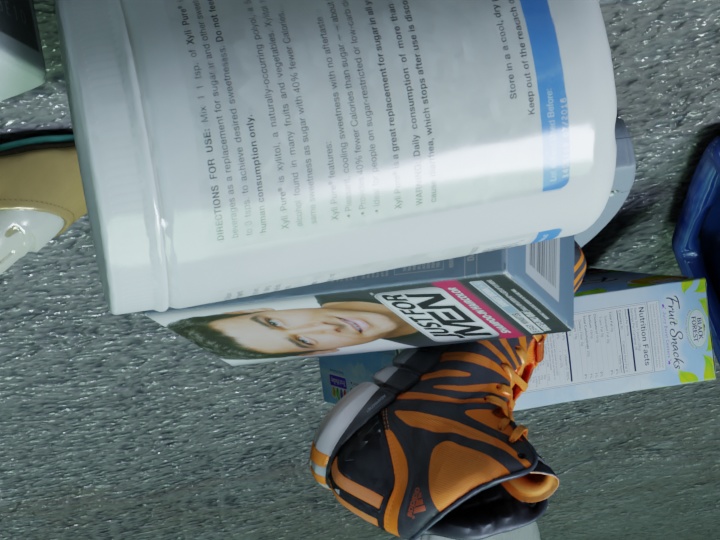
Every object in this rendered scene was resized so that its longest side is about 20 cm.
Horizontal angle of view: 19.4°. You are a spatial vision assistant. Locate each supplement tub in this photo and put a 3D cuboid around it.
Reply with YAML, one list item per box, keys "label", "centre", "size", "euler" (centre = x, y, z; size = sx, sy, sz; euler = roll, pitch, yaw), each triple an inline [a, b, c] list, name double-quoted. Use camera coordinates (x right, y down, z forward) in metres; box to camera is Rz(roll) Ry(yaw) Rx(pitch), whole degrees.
- label: "supplement tub"
  centre: [-0.011, -0.062, 0.819]
  size: [0.198, 0.133, 0.132]
  euler: [-10, 164, -9]

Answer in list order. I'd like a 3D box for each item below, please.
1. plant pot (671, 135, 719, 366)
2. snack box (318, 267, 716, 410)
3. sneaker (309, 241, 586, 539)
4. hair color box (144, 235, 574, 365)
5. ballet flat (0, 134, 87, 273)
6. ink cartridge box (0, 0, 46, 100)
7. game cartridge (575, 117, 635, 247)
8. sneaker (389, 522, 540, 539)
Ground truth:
- label: "plant pot"
  centre: [0.306, 0.014, 1.221]
  size: [0.178, 0.201, 0.200]
  euler: [-19, 165, -4]
- label: "snack box"
  centre: [0.090, 0.044, 1.281]
  size: [0.198, 0.068, 0.169]
  euler: [-9, -175, -16]
- label: "sneaker"
  centre: [0.076, 0.071, 1.118]
  size: [0.200, 0.112, 0.078]
  euler: [-45, 147, -18]
- label: "hair color box"
  centre: [0.000, 0.000, 1.075]
  size: [0.198, 0.061, 0.099]
  euler: [-6, 159, 25]
- label: "ballet flat"
  centre: [-0.197, -0.017, 0.950]
  size: [0.198, 0.064, 0.069]
  euler: [-9, 164, -16]
- label: "ink cartridge box"
  centre: [-0.234, -0.081, 0.742]
  size: [0.172, 0.044, 0.200]
  euler: [-18, 163, 18]
- label: "game cartridge"
  centre: [0.073, -0.030, 1.166]
  size: [0.132, 0.041, 0.200]
  euler: [-4, 162, -16]
- label: "sneaker"
  centre: [0.112, 0.287, 2.228]
  size: [0.088, 0.076, 0.199]
  euler: [-10, 164, 40]
